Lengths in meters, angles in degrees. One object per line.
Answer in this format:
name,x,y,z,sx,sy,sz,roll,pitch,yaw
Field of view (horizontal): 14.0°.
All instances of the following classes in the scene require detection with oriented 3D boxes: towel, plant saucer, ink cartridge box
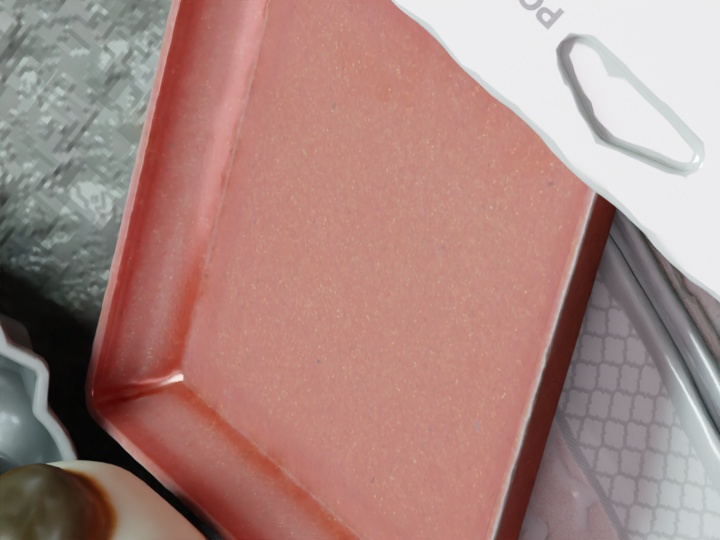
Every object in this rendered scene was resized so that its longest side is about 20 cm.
towel,0.060,0.081,0.890,0.191,0.032,0.201,-45,70,45
plant saucer,0.000,0.000,0.882,0.199,0.037,0.201,38,121,43
ink cartridge box,0.096,-0.080,0.769,0.145,0.200,0.084,42,111,-2

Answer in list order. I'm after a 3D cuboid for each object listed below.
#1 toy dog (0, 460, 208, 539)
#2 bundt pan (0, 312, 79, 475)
toy dog,-0.123,0.148,0.918,0.200,0.139,0.194,-43,56,9
bundt pan,-0.192,0.063,0.982,0.201,0.076,0.203,-1,110,-3
